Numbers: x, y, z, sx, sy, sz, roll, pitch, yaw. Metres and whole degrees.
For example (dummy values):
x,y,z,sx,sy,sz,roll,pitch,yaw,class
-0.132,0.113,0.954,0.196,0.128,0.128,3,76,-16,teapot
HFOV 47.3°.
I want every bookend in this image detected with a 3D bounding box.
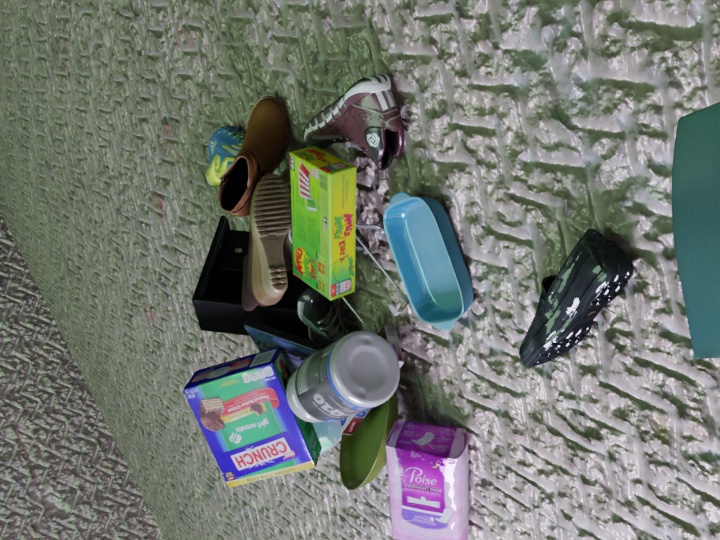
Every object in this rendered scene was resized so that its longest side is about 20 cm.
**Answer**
x,y,z,sx,sy,sz,roll,pitch,yaw,class
-0.173,0.014,1.472,0.199,0.199,0.092,7,141,7,bookend

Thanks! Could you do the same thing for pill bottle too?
x,y,z,sx,sy,sz,roll,pitch,yaw,class
-0.034,0.171,1.269,0.200,0.114,0.114,-35,78,56,pill bottle

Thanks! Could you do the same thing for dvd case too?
x,y,z,sx,sy,sz,roll,pitch,yaw,class
-0.115,0.149,1.430,0.142,0.018,0.200,17,157,15,dvd case

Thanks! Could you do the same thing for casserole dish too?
x,y,z,sx,sy,sz,roll,pitch,yaw,class
0.097,-0.017,1.139,0.121,0.039,0.201,-16,94,58,casserole dish

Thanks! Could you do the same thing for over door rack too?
x,y,z,sx,sy,sz,roll,pitch,yaw,class
0.000,0.000,1.266,0.200,0.066,0.148,61,147,14,over door rack

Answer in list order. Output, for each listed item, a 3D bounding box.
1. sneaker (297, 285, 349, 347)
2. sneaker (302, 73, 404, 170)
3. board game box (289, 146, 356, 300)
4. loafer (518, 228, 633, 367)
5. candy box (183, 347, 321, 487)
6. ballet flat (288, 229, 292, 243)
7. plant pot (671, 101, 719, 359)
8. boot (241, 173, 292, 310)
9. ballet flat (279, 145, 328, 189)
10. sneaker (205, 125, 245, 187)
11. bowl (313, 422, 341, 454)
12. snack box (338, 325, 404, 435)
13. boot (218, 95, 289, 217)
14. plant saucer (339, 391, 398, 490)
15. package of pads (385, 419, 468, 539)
x,y,z,sx,sy,sz,roll,pitch,yaw,class
-0.035,0.101,1.364,0.115,0.075,0.200,37,159,27,sneaker
-0.006,-0.184,1.165,0.200,0.076,0.116,-29,86,57,sneaker
-0.055,-0.069,1.204,0.102,0.048,0.201,33,132,44,board game box
0.235,0.036,0.942,0.071,0.068,0.201,58,142,30,loafer
-0.179,0.250,1.390,0.169,0.077,0.201,-17,107,14,candy box
-0.083,-0.094,1.308,0.070,0.069,0.200,60,159,13,ballet flat
0.344,-0.046,0.669,0.141,0.141,0.201,-19,85,58,plant pot
-0.163,-0.040,1.315,0.166,0.072,0.201,158,112,-63,boot
-0.099,-0.150,1.348,0.200,0.068,0.063,-30,56,55,ballet flat
-0.222,-0.217,1.466,0.200,0.076,0.105,-12,86,47,sneaker
-0.136,0.274,1.543,0.201,0.200,0.105,109,151,-46,bowl
0.012,0.180,1.332,0.200,0.024,0.072,-59,31,37,snack box
-0.176,-0.183,1.307,0.076,0.155,0.201,20,98,5,boot
0.017,0.261,1.345,0.200,0.031,0.201,-162,90,-73,plant saucer
0.106,0.333,1.261,0.120,0.076,0.201,5,118,17,package of pads
